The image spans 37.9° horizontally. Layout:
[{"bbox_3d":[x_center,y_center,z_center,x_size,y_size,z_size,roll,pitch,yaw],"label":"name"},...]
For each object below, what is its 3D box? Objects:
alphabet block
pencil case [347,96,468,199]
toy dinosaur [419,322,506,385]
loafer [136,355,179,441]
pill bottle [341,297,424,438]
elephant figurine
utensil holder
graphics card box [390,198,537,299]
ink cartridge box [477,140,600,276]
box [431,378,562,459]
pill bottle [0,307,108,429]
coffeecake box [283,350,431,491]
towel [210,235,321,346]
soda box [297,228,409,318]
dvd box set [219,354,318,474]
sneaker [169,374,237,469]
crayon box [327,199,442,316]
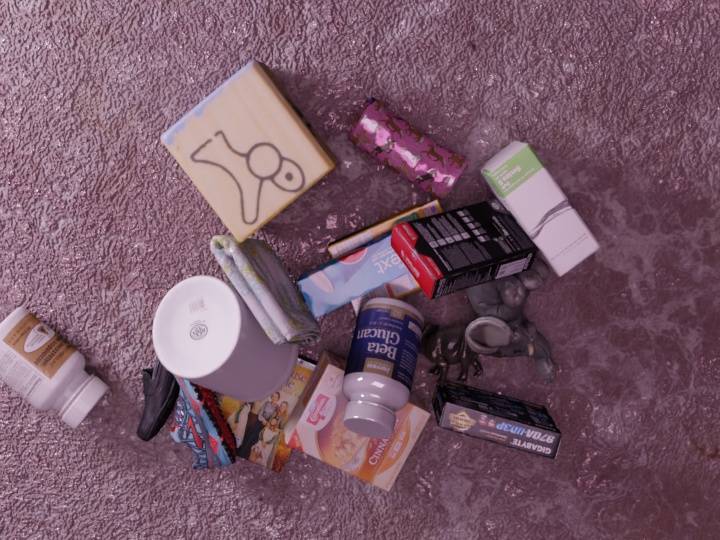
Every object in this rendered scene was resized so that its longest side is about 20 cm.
[{"bbox_3d":[-0.167,-0.188,1.641,0.194,0.197,0.201,-36,97,7],"label":"alphabet block"},{"bbox_3d":[0.077,-0.196,1.696,0.198,0.083,0.087,34,104,-4],"label":"pencil case"},{"bbox_3d":[0.161,0.131,1.749,0.196,0.077,0.104,2,106,3],"label":"toy dinosaur"},{"bbox_3d":[-0.337,0.187,1.767,0.069,0.068,0.204,22,93,5],"label":"loafer"},{"bbox_3d":[0.032,0.155,1.659,0.109,0.111,0.203,14,63,-2],"label":"pill bottle"},{"bbox_3d":[0.234,0.081,1.706,0.139,0.155,0.203,-15,123,-26],"label":"elephant figurine"},{"bbox_3d":[-0.212,0.110,1.655,0.167,0.200,0.173,-5,74,20],"label":"utensil holder"},{"bbox_3d":[0.159,-0.036,1.619,0.197,0.126,0.051,-17,141,-27],"label":"graphics card box"},{"bbox_3d":[0.282,-0.101,1.676,0.084,0.146,0.201,-36,97,5],"label":"ink cartridge box"},{"bbox_3d":[0.220,0.241,1.723,0.196,0.159,0.047,15,98,-3],"label":"box"},{"bbox_3d":[-0.521,0.165,1.738,0.199,0.114,0.115,40,97,-6],"label":"pill bottle"},{"bbox_3d":[-0.007,0.252,1.754,0.198,0.073,0.155,27,98,-14],"label":"coffeecake box"},{"bbox_3d":[-0.142,0.030,1.640,0.048,0.171,0.201,-37,79,9],"label":"towel"},{"bbox_3d":[0.000,0.000,1.684,0.198,0.064,0.069,-26,98,4],"label":"soda box"},{"bbox_3d":[-0.162,0.227,1.788,0.144,0.029,0.203,23,99,-3],"label":"dvd box set"},{"bbox_3d":[-0.279,0.246,1.729,0.094,0.079,0.203,-19,106,6],"label":"sneaker"},{"bbox_3d":[0.059,-0.023,1.738,0.197,0.052,0.127,-23,98,4],"label":"crayon box"}]
